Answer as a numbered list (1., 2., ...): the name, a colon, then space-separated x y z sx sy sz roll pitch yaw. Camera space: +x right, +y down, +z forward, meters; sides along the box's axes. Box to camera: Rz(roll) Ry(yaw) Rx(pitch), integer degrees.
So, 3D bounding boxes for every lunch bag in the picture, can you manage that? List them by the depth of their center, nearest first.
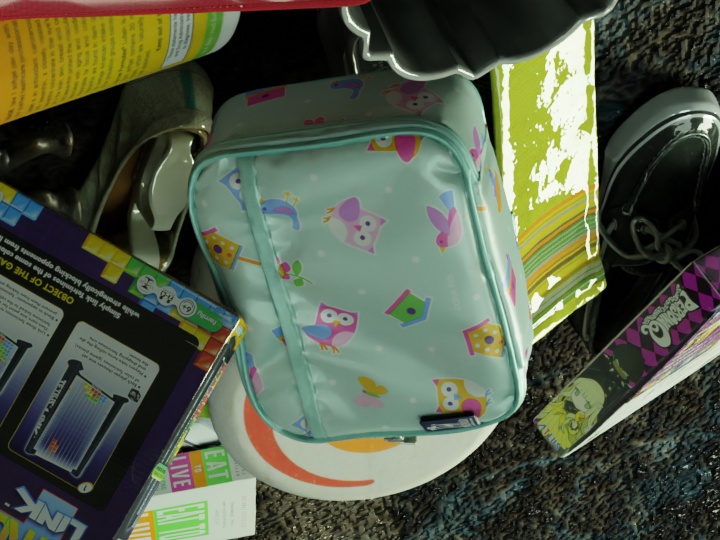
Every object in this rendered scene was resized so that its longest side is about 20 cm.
1. lunch bag: 0.000 0.000 1.218 0.160 0.077 0.201 -7 122 13

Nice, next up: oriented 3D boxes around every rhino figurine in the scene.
1. rhino figurine: -0.218 -0.012 1.310 0.087 0.060 0.200 -14 159 -28

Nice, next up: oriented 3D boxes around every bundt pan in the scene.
1. bundt pan: 0.062 -0.186 1.114 0.201 0.076 0.202 -23 146 -16

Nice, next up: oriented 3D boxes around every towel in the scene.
1. towel: 0.103 -0.054 1.287 0.086 0.018 0.201 -39 137 -37

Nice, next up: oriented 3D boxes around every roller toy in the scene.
1. roller toy: -0.005 0.030 1.391 0.200 0.140 0.182 32 118 -33

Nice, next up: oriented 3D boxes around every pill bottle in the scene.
1. pill bottle: -0.166 -0.128 1.112 0.199 0.111 0.111 -22 146 -26

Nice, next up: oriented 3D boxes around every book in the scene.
1. book: -0.168 0.151 1.516 0.199 0.048 0.134 -10 164 -6

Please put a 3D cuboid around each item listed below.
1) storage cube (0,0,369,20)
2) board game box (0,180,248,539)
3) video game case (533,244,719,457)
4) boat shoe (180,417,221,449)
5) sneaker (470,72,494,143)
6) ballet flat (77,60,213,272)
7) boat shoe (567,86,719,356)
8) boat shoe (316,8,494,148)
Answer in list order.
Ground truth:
1. storage cube: -0.093 -0.219 0.982 0.179 0.171 0.201 -4 120 -14
2. board game box: -0.181 0.049 1.182 0.166 0.199 0.057 -60 175 -6
3. video game case: 0.218 0.023 1.472 0.200 0.036 0.181 -28 164 -44
4. boat shoe: -0.146 0.071 1.431 0.086 0.075 0.202 -16 163 10
5. sneaker: 0.064 -0.085 1.336 0.114 0.076 0.200 -23 139 9
6. ballet flat: -0.125 -0.034 1.326 0.067 0.063 0.200 -3 140 -22
7. boat shoe: 0.174 -0.025 1.459 0.073 0.068 0.200 3 137 -27
8. boat shoe: 0.030 -0.070 1.246 0.067 0.057 0.200 -25 127 5
